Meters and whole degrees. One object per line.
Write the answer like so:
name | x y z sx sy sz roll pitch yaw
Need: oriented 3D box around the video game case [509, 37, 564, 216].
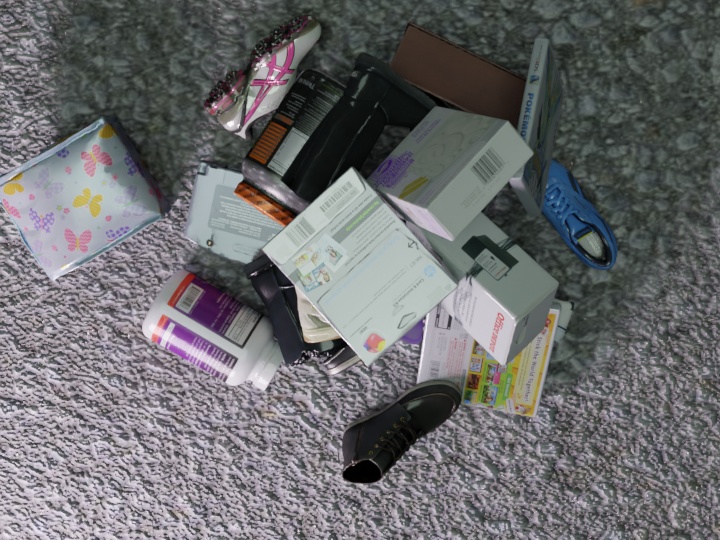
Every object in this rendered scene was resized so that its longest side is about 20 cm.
video game case | 0.231 -0.180 1.381 0.022 0.200 0.182 10 83 18

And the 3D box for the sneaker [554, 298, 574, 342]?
sneaker | 0.212 0.029 1.525 0.200 0.073 0.071 28 85 -6

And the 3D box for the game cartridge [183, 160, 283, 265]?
game cartridge | -0.150 -0.072 1.542 0.200 0.040 0.133 15 99 1

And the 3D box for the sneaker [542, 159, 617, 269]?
sneaker | 0.290 -0.084 1.483 0.066 0.078 0.200 -38 95 13

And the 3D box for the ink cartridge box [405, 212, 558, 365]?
ink cartridge box | 0.153 0.008 1.392 0.083 0.147 0.200 -37 68 -18

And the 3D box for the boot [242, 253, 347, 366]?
boot | -0.053 0.029 1.475 0.200 0.076 0.168 -28 87 25

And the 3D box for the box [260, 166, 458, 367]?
box | 0.000 -0.005 1.332 0.156 0.041 0.200 -43 90 5

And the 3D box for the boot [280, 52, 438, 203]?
boot | 0.007 -0.158 1.395 0.165 0.066 0.200 31 87 -36

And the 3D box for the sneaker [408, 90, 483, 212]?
sneaker | 0.122 -0.154 1.463 0.073 0.112 0.200 -25 99 8

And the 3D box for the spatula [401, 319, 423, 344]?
spatula | 0.078 0.015 1.487 0.057 0.021 0.200 27 59 -17

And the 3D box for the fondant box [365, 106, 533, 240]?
fondant box | 0.102 -0.124 1.309 0.144 0.200 0.058 -47 114 -5

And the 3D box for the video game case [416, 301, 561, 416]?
video game case | 0.179 0.115 1.521 0.182 0.023 0.200 10 125 6

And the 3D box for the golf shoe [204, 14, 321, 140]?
golf shoe | -0.121 -0.271 1.486 0.200 0.073 0.092 -41 117 15

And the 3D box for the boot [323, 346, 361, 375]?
boot | -0.008 0.038 1.538 0.204 0.073 0.154 -41 92 9

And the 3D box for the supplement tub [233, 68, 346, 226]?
supplement tub | -0.080 -0.163 1.453 0.123 0.123 0.200 33 89 -3

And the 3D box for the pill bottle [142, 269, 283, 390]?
pill bottle | -0.206 0.091 1.542 0.200 0.112 0.112 31 103 -2

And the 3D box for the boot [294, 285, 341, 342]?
boot | 0.000 0.000 1.388 0.200 0.072 0.155 -15 99 13

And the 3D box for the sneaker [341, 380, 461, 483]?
sneaker | 0.062 0.241 1.544 0.200 0.106 0.075 -31 112 17

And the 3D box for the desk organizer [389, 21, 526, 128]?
desk organizer | 0.136 -0.253 1.451 0.200 0.072 0.077 26 85 -1

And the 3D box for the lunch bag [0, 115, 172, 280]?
lunch bag | -0.398 -0.104 1.512 0.200 0.127 0.170 -31 100 0
